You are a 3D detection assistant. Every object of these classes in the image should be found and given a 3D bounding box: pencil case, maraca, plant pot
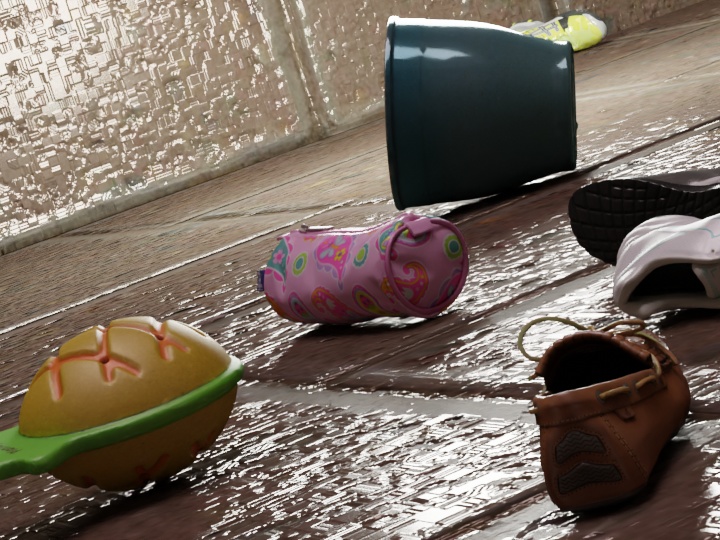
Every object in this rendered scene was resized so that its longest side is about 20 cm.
[{"bbox_3d":[0.000,0.000,1.876,0.087,0.087,0.200,-23,10,-31],"label":"pencil case"},{"bbox_3d":[-0.166,0.093,1.504,0.200,0.107,0.137,-23,10,-30],"label":"maraca"},{"bbox_3d":[0.128,-0.164,2.412,0.188,0.200,0.200,-2,10,6],"label":"plant pot"}]

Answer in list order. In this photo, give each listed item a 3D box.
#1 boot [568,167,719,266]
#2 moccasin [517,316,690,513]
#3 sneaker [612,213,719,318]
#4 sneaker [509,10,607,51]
[{"bbox_3d":[0.265,-0.048,1.729,0.200,0.068,0.131,-4,10,34],"label":"boot"},{"bbox_3d":[0.120,0.059,1.196,0.074,0.078,0.201,-15,8,22],"label":"moccasin"},{"bbox_3d":[0.250,-0.011,1.482,0.200,0.070,0.080,-21,15,25],"label":"sneaker"},{"bbox_3d":[0.328,-0.384,3.973,0.200,0.075,0.076,-10,39,39],"label":"sneaker"}]
